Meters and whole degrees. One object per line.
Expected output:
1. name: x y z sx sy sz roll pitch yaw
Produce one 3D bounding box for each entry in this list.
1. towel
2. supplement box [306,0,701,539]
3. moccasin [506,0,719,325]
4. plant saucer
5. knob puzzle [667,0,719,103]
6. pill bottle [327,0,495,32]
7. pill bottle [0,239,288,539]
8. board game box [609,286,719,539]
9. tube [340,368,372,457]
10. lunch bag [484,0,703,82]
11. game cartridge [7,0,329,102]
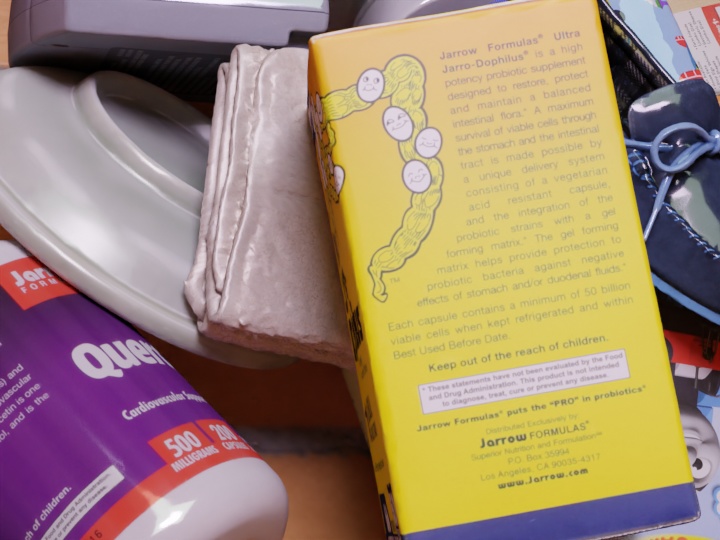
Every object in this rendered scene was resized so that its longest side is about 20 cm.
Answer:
1. towel: 0.021 -0.015 0.824 0.200 0.034 0.133 16 71 -26
2. supplement box: 0.049 0.009 0.729 0.109 0.109 0.200 -10 82 -4
3. moccasin: 0.122 -0.056 0.808 0.080 0.068 0.200 -17 56 -47
4. plant saucer: -0.091 -0.039 0.849 0.200 0.050 0.200 34 18 -13
5. knob puzzle: 0.166 -0.074 1.020 0.220 0.030 0.220 5 66 -11
6. pill bottle: 0.000 -0.189 1.030 0.109 0.109 0.200 -13 56 -24
7. pill bottle: -0.130 0.065 0.777 0.112 0.112 0.200 -31 64 -34
8. board game box: 0.144 0.093 0.814 0.151 0.037 0.200 12 74 -15
9. tube: 0.000 0.000 0.866 0.052 0.058 0.200 -16 74 -19
10. lunch bag: 0.071 -0.051 0.937 0.200 0.094 0.151 -20 74 -6
11. game cartridge: -0.099 -0.110 0.892 0.133 0.200 0.040 -1 88 -14
